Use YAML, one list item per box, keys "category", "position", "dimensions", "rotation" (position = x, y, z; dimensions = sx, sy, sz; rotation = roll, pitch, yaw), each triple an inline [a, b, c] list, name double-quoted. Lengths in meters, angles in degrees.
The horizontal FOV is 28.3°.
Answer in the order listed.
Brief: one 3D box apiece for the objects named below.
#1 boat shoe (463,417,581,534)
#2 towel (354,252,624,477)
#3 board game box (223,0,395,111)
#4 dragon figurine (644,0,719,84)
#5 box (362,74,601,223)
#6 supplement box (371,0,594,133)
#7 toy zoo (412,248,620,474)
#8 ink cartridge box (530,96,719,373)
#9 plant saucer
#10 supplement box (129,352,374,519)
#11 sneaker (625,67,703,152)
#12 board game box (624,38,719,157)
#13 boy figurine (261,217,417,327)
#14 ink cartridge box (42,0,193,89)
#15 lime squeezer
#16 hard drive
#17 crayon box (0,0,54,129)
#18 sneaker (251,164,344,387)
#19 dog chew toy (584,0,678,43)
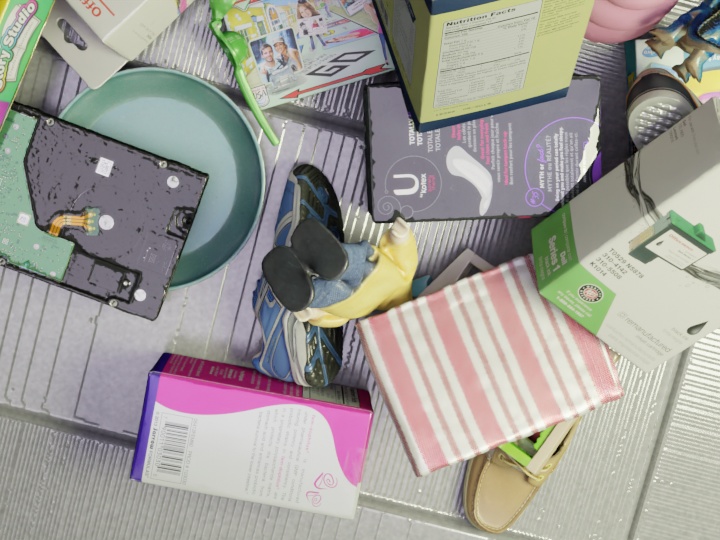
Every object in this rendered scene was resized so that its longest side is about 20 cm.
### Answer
- category: "boat shoe"
  position: [0.153, 0.154, 1.308]
  dimensions: [0.074, 0.066, 0.200]
  rotation: [22, 96, -4]
- category: "towel"
  position: [0.111, 0.077, 1.228]
  dimensions: [0.200, 0.030, 0.147]
  rotation: [-21, 79, -6]
- category: "board game box"
  position: [-0.021, -0.233, 1.272]
  dimensions: [0.200, 0.029, 0.135]
  rotation: [-17, 98, 1]
- category: "dragon figurine"
  position: [0.289, -0.207, 1.161]
  dimensions: [0.059, 0.200, 0.099]
  rotation: [45, 96, 4]
- category: "box"
  position: [0.104, -0.108, 1.252]
  dimensions: [0.199, 0.106, 0.123]
  rotation: [-2, 97, -2]
- category: "supplement box"
  position: [0.084, -0.253, 1.125]
  dimensions: [0.134, 0.200, 0.200]
  rotation: [-15, 69, -7]
- category: "toy zoo"
  position: [0.115, 0.072, 1.285]
  dimensions: [0.200, 0.020, 0.131]
  rotation: [35, 94, 19]
- category: "ink cartridge box"
  position: [0.263, -0.025, 1.173]
  dimensions: [0.146, 0.084, 0.200]
  rotation: [34, 125, -26]
- category: "plant saucer"
  position: [-0.185, -0.082, 1.283]
  dimensions: [0.199, 0.036, 0.201]
  rotation: [0, 97, -2]
- category: "supplement box"
  position: [-0.095, 0.147, 1.282]
  dimensions: [0.200, 0.103, 0.101]
  rotation: [11, 96, -2]
- category: "sneaker"
  position: [0.283, -0.086, 1.232]
  dimensions: [0.078, 0.079, 0.200]
  rotation: [-14, 123, 18]
- category: "board game box"
  position: [0.321, -0.112, 1.289]
  dimensions: [0.151, 0.047, 0.201]
  rotation: [-4, 97, -1]
- category: "boy figurine"
  position: [0.000, 0.000, 1.213]
  dimensions: [0.124, 0.200, 0.064]
  rotation: [-44, 72, 17]
- category: "ink cartridge box"
  position: [-0.203, -0.266, 1.227]
  dimensions: [0.200, 0.067, 0.117]
  rotation: [-44, 77, 4]
- category: "lime squeezer"
  position: [-0.100, -0.211, 1.247]
  dimensions: [0.070, 0.038, 0.201]
  rotation: [-1, 98, -33]
- category: "hard drive"
  position: [-0.248, -0.054, 1.248]
  dimensions: [0.200, 0.038, 0.140]
  rotation: [20, 96, -5]
- category: "crayon box"
  position: [-0.352, -0.224, 1.209]
  dimensions: [0.172, 0.058, 0.200]
  rotation: [29, 99, 24]
- category: "sneaker"
  position: [-0.062, 0.003, 1.277]
  dimensions: [0.077, 0.076, 0.201]
  rotation: [-2, 81, 33]
- category: "dog chew toy"
  position: [0.218, -0.254, 1.190]
  dimensions: [0.124, 0.200, 0.125]
  rotation: [0, 97, -1]
